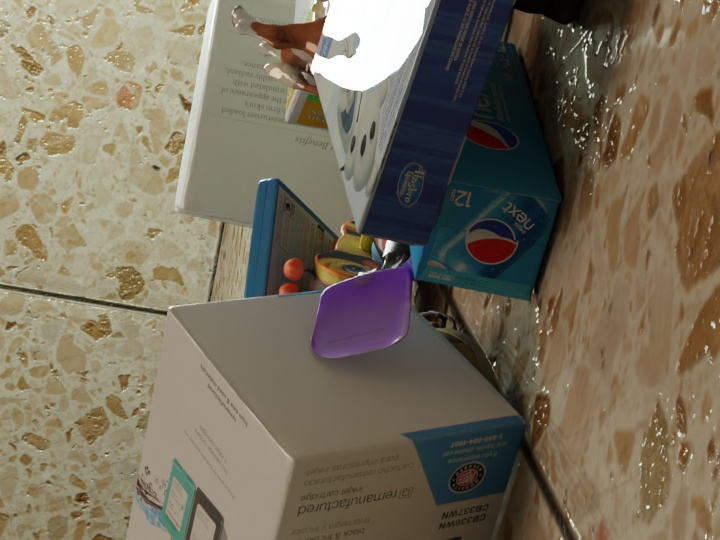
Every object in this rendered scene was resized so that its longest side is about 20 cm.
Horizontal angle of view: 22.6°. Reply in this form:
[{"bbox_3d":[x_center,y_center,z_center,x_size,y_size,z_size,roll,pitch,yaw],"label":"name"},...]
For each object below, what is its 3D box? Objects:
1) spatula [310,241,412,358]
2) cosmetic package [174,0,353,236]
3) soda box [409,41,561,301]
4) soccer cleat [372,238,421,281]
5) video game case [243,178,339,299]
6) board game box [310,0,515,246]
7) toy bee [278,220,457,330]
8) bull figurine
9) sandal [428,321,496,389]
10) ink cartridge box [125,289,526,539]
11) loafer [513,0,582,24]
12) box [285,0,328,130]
[{"bbox_3d":[0.015,-0.005,1.003,0.200,0.056,0.021,-63,-44,-64],"label":"spatula"},{"bbox_3d":[-0.069,-0.134,1.606,0.165,0.164,0.201,-160,81,-81],"label":"cosmetic package"},{"bbox_3d":[0.061,-0.066,1.018,0.200,0.067,0.064,-96,18,-59],"label":"soda box"},{"bbox_3d":[0.039,-0.075,1.139,0.201,0.068,0.073,-86,-10,-49],"label":"soccer cleat"},{"bbox_3d":[-0.029,0.042,1.279,0.200,0.018,0.144,44,-134,-55],"label":"video game case"},{"bbox_3d":[0.031,-0.148,0.943,0.199,0.043,0.201,-106,32,-58],"label":"board game box"},{"bbox_3d":[0.000,0.000,1.216,0.200,0.108,0.132,174,107,-81],"label":"toy bee"},{"bbox_3d":[0.007,-0.178,1.154,0.200,0.121,0.065,-56,-28,-43],"label":"bull figurine"},{"bbox_3d":[0.037,0.058,1.079,0.200,0.054,0.081,-3,108,66],"label":"sandal"},{"bbox_3d":[-0.028,0.134,0.983,0.146,0.146,0.201,45,131,45],"label":"ink cartridge box"},{"bbox_3d":[0.080,-0.195,1.017,0.200,0.071,0.073,-107,28,-70],"label":"loafer"},{"bbox_3d":[0.013,-0.207,1.325,0.101,0.112,0.201,120,157,-63],"label":"box"}]
